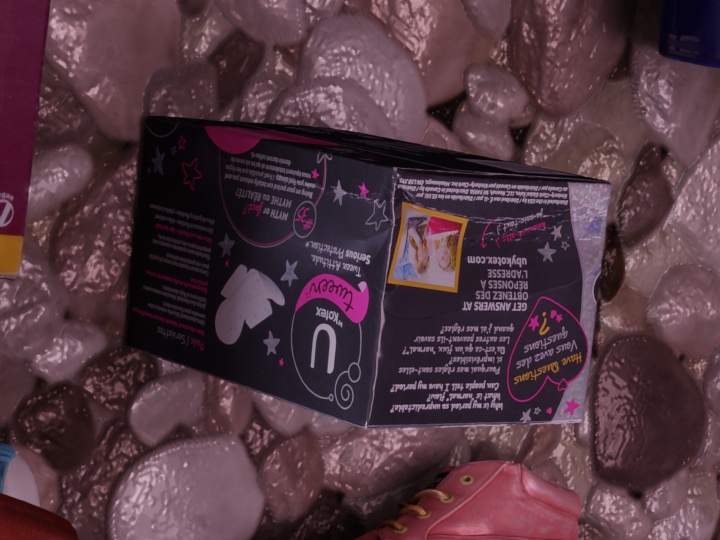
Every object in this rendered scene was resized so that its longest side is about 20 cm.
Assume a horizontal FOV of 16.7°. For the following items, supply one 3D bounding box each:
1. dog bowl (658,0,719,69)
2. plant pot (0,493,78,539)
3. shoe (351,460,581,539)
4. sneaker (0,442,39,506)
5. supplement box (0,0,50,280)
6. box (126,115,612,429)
[{"bbox_3d":[0.258,-0.142,1.294,0.199,0.199,0.080,-2,101,-37],"label":"dog bowl"},{"bbox_3d":[-0.229,0.155,0.990,0.176,0.199,0.202,6,94,-50],"label":"plant pot"},{"bbox_3d":[0.029,0.143,1.257,0.199,0.071,0.092,12,65,-24],"label":"shoe"},{"bbox_3d":[-0.166,0.172,1.110,0.080,0.076,0.202,-7,109,-43],"label":"sneaker"},{"bbox_3d":[-0.204,-0.104,1.007,0.130,0.103,0.202,4,95,-36],"label":"supplement box"},{"bbox_3d":[0.000,0.000,1.120,0.131,0.199,0.116,2,99,-37],"label":"box"}]
